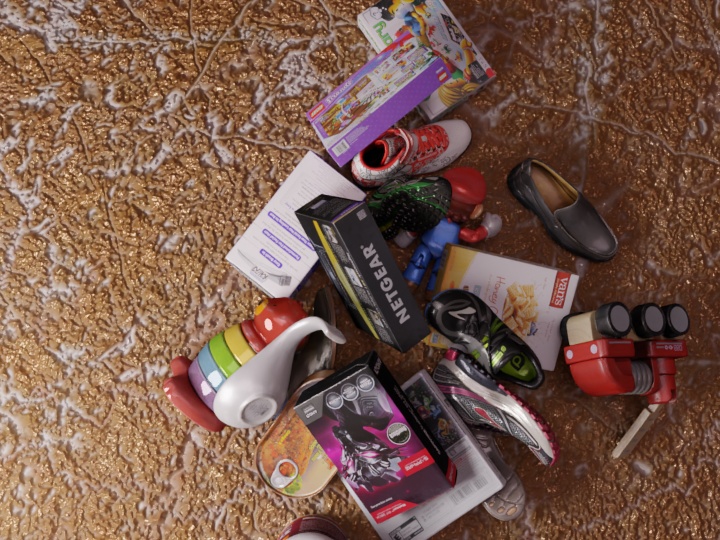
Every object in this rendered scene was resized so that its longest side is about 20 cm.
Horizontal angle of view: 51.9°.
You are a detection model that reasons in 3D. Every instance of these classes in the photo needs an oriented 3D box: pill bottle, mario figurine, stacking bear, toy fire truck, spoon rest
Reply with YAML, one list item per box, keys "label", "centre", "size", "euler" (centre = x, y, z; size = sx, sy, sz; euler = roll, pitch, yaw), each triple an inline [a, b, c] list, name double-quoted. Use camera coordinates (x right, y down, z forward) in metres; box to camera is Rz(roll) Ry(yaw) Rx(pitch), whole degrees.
- label: "pill bottle"
  centre: [-0.064, 0.386, 0.947]
  size: [0.111, 0.200, 0.115]
  euler: [0, 81, -2]
- label: "mario figurine"
  centre: [0.127, -0.056, 1.095]
  size: [0.122, 0.106, 0.203]
  euler: [23, 92, -34]
- label: "stacking bear"
  centre: [-0.154, 0.115, 1.011]
  size: [0.199, 0.122, 0.114]
  euler: [-41, 106, 5]
- label: "toy fire truck"
  centre: [0.366, 0.156, 1.028]
  size: [0.173, 0.128, 0.204]
  euler: [3, 75, -27]
- label: "spoon rest"
  centre: [-0.107, 0.131, 0.956]
  size: [0.200, 0.099, 0.061]
  euler: [-42, 44, 11]

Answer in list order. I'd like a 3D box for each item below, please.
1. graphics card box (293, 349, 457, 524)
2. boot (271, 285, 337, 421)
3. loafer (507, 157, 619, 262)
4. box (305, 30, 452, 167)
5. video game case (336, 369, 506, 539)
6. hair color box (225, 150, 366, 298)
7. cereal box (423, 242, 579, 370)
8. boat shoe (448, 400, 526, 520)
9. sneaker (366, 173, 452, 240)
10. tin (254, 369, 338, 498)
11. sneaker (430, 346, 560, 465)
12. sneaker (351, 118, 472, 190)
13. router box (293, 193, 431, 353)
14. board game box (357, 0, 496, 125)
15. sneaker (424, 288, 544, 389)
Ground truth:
- label: "graphics card box"
  centre: [0.021, 0.216, 0.951]
  size: [0.124, 0.051, 0.201]
  euler: [-30, 100, 21]
- label: "boot"
  centre: [-0.079, 0.123, 1.047]
  size: [0.095, 0.075, 0.204]
  euler: [-1, 87, -2]
- label: "loafer"
  centre: [0.304, -0.088, 1.093]
  size: [0.199, 0.072, 0.073]
  euler: [39, 81, 3]
- label: "box"
  centre: [0.021, -0.249, 1.061]
  size: [0.199, 0.137, 0.039]
  euler: [-38, 126, 7]
- label: "video game case"
  centre: [0.068, 0.265, 1.008]
  size: [0.200, 0.023, 0.183]
  euler: [-41, 79, 23]
- label: "hair color box"
  centre: [-0.092, -0.059, 1.081]
  size: [0.109, 0.065, 0.201]
  euler: [37, 81, 3]
- label: "cereal box"
  centre: [0.199, 0.052, 1.051]
  size: [0.197, 0.040, 0.146]
  euler: [12, 99, -10]
- label: "boat shoe"
  centre: [0.161, 0.258, 1.039]
  size: [0.075, 0.072, 0.202]
  euler: [-25, 64, -2]
- label: "sneaker"
  centre: [0.061, -0.104, 1.029]
  size: [0.078, 0.199, 0.086]
  euler: [35, 70, -22]
- label: "tin"
  centre: [-0.065, 0.225, 1.014]
  size: [0.111, 0.042, 0.201]
  euler: [37, 108, 0]
- label: "sneaker"
  centre: [0.181, 0.190, 0.994]
  size: [0.199, 0.080, 0.075]
  euler: [39, 96, 22]
- label: "sneaker"
  centre: [0.081, -0.179, 1.081]
  size: [0.199, 0.108, 0.068]
  euler: [-22, 83, -5]
- label: "router box"
  centre: [0.000, 0.000, 0.991]
  size: [0.052, 0.157, 0.202]
  euler: [-33, 111, -15]
- label: "board game box"
  centre: [0.100, -0.341, 1.143]
  size: [0.125, 0.035, 0.201]
  euler: [-34, 84, -5]
- label: "sneaker"
  centre: [0.173, 0.092, 0.992]
  size: [0.199, 0.083, 0.071]
  euler: [37, 94, -14]
